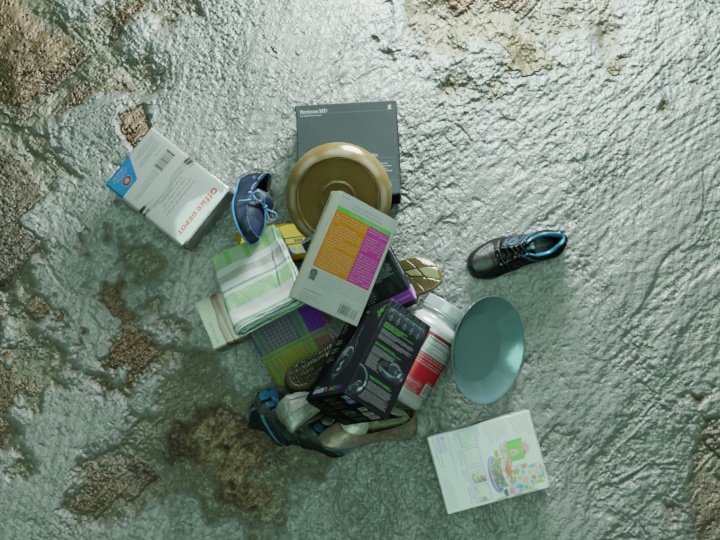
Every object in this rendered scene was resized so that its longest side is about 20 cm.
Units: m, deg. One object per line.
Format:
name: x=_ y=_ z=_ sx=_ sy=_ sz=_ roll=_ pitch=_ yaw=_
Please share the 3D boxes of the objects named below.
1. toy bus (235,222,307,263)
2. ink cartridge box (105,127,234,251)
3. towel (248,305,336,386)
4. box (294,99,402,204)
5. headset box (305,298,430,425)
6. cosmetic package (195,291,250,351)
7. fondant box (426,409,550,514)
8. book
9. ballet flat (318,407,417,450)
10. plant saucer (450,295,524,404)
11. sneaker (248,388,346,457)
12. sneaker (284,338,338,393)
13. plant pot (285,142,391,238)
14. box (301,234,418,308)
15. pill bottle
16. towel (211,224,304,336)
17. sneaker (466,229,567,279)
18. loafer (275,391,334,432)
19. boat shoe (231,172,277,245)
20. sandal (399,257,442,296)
toy bus: x=-0.136 y=-0.055 z=1.722 sx=0.198 sy=0.065 sz=0.079 roll=-9 pitch=84 yaw=1
ink cartridge box: x=-0.368 y=-0.155 z=1.735 sx=0.200 sy=0.084 sz=0.146 roll=39 pitch=85 yaw=6
towel: x=-0.129 y=0.121 z=1.662 sx=0.143 sy=0.023 sz=0.201 roll=-26 pitch=123 yaw=1
box: x=-0.022 y=-0.222 z=1.719 sx=0.198 sy=0.104 sz=0.184 roll=-2 pitch=84 yaw=2
headset box: x=0.015 y=0.157 z=1.554 sx=0.093 sy=0.174 sz=0.201 roll=35 pitch=66 yaw=-15
cosmetic package: x=-0.201 y=0.069 z=1.697 sx=0.199 sy=0.087 sz=0.104 roll=-26 pitch=83 yaw=-1
fondant box: x=0.236 y=0.354 z=1.655 sx=0.198 sy=0.058 sz=0.145 roll=-15 pitch=82 yaw=1
book: x=-0.026 y=-0.020 z=1.554 sx=0.133 sy=0.048 sz=0.201 roll=26 pitch=84 yaw=-24
ballet flat: x=0.017 y=0.282 z=1.637 sx=0.199 sy=0.068 sz=0.068 roll=-4 pitch=123 yaw=-29
plant saucer: x=0.227 y=0.146 z=1.652 sx=0.200 sy=0.039 sz=0.203 roll=-5 pitch=97 yaw=-40
sneaker: x=-0.117 y=0.299 z=1.676 sx=0.199 sy=0.073 sz=0.082 roll=31 pitch=121 yaw=-2
sneaker: x=-0.054 y=0.176 z=1.673 sx=0.199 sy=0.076 sz=0.071 roll=-17 pitch=71 yaw=-20
plant pot: x=-0.041 y=-0.135 z=1.646 sx=0.198 sy=0.028 sz=0.202 roll=0 pitch=107 yaw=1
box: x=0.000 y=0.000 z=1.644 sx=0.142 sy=0.036 sz=0.201 roll=-25 pitch=104 yaw=18
pill bottle: x=0.112 y=0.149 z=1.660 sx=0.112 sy=0.112 sz=0.201 roll=31 pitch=84 yaw=6
towel: x=-0.188 y=0.013 z=1.618 sx=0.148 sy=0.031 sz=0.201 roll=-27 pitch=50 yaw=0
sneaker: x=0.296 y=-0.039 z=1.692 sx=0.199 sy=0.082 sz=0.074 roll=-19 pitch=84 yaw=1
loafer: x=-0.063 y=0.252 z=1.636 sx=0.199 sy=0.070 sz=0.070 roll=-12 pitch=60 yaw=-36
boat shoe: x=-0.200 y=-0.131 z=1.677 sx=0.068 sy=0.084 sz=0.201 roll=-21 pitch=43 yaw=11
sandal: x=0.065 y=0.036 z=1.708 sx=0.199 sy=0.054 sz=0.081 roll=-24 pitch=62 yaw=15
